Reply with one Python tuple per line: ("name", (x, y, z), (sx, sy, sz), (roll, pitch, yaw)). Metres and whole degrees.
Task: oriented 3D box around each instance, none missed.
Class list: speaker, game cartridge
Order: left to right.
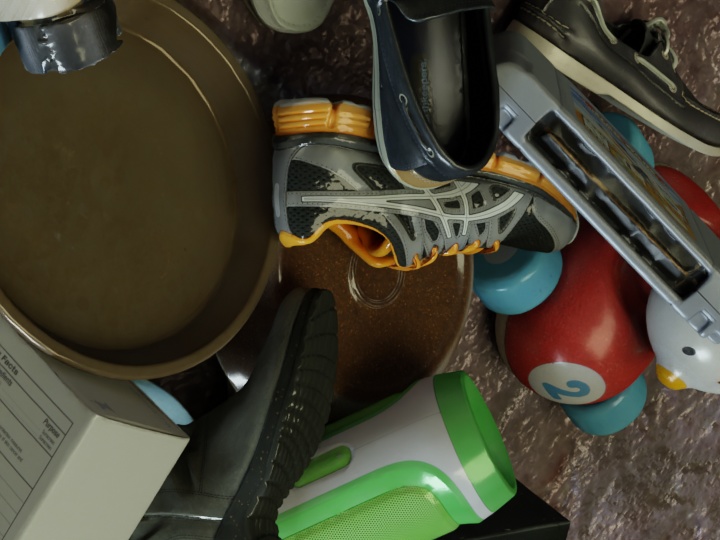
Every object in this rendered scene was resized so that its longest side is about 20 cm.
("speaker", (-0.017, 0.130, 0.879), (0.198, 0.089, 0.089), (-26, 131, 10))
("game cartridge", (0.140, -0.052, 0.893), (0.200, 0.133, 0.041), (45, 110, -9))

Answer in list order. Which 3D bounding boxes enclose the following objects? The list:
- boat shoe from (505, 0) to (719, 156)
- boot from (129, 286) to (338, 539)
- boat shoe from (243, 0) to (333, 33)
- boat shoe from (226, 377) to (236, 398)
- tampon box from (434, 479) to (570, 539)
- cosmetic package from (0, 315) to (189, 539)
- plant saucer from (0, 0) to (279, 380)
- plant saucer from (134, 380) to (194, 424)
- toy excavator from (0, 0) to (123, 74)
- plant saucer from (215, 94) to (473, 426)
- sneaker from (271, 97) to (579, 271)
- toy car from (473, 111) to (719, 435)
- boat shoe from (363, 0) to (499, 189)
("boat shoe", (0.177, -0.130, 0.998), (0.199, 0.073, 0.063), (23, 102, -37))
("boot", (-0.094, 0.091, 0.830), (0.068, 0.129, 0.202), (43, 64, -70))
("boat shoe", (-0.019, -0.214, 0.809), (0.074, 0.068, 0.203), (-7, 117, -33))
("boat shoe", (-0.042, 0.079, 0.945), (0.073, 0.066, 0.203), (-3, 114, -35))
("tampon box", (0.023, 0.228, 1.031), (0.148, 0.126, 0.203), (-2, 113, -36))
("cosmetic package", (-0.183, 0.132, 0.782), (0.073, 0.103, 0.201), (25, 101, -52))
("plant saucer", (-0.123, -0.046, 0.790), (0.198, 0.029, 0.203), (10, 75, -42))
("plant saucer", (-0.179, 0.139, 0.894), (0.199, 0.039, 0.203), (-17, 121, -30))
("toy excavator", (-0.208, -0.133, 0.697), (0.195, 0.197, 0.101), (-71, 153, -51))
("plant saucer", (0.000, 0.000, 0.910), (0.199, 0.036, 0.203), (-1, 91, -39))
("sneaker", (0.033, -0.034, 0.869), (0.198, 0.078, 0.078), (14, 83, -28))
("toy car", (0.199, 0.033, 1.013), (0.177, 0.200, 0.185), (-46, 131, -7))
("boat shoe", (0.033, -0.139, 0.780), (0.074, 0.062, 0.203), (-13, 103, -27))
